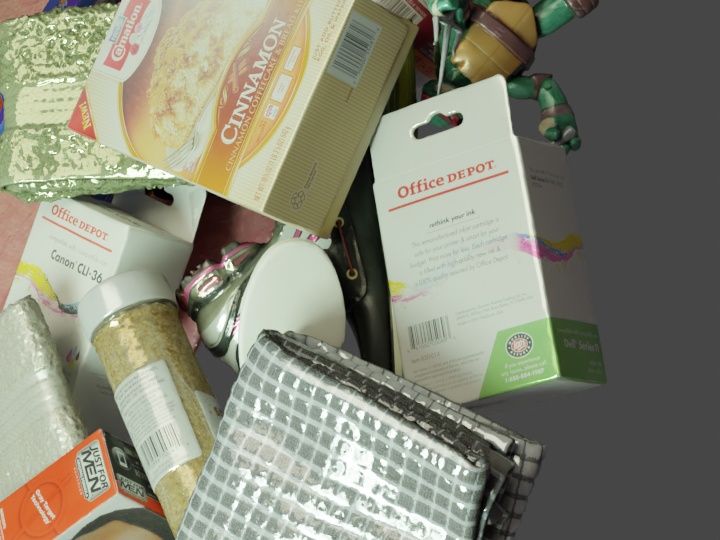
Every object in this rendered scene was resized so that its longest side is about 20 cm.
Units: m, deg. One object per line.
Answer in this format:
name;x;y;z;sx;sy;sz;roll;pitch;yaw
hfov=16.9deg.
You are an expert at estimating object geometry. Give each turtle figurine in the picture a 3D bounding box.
turtle figurine;0.095;-0.155;1.620;0.200;0.150;0.101;-54;29;1

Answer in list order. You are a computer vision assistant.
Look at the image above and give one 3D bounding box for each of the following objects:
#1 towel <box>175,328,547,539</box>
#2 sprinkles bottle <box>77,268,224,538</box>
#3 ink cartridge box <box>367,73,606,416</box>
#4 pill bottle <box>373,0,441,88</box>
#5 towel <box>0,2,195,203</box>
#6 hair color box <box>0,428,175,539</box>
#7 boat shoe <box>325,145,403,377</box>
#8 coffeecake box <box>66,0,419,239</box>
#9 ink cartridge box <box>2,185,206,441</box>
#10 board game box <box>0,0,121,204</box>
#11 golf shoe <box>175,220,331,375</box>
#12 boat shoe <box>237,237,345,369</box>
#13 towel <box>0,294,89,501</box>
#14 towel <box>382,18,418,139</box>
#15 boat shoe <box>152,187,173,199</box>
towel;-0.006;0.146;1.498;0.200;0.086;0.166;25;99;25
sprinkles bottle;-0.130;0.097;1.666;0.068;0.068;0.200;-35;64;20
ink cartridge box;0.079;-0.013;1.554;0.117;0.067;0.200;-17;75;33
pill bottle;0.075;-0.232;1.697;0.200;0.110;0.110;-44;45;11
towel;-0.171;-0.128;1.761;0.200;0.036;0.148;-4;80;13
hair color box;-0.217;0.202;1.698;0.200;0.102;0.061;-37;48;19
boat shoe;0.000;0.000;1.617;0.063;0.074;0.201;-8;83;3
coffeecake box;-0.081;-0.127;1.607;0.200;0.073;0.154;23;90;40
ink cartridge box;-0.197;0.013;1.787;0.116;0.067;0.200;24;95;46
board game box;-0.197;-0.143;1.857;0.200;0.134;0.045;-58;36;-3
golf shoe;-0.030;-0.007;1.695;0.200;0.073;0.092;-39;75;14
boat shoe;-0.045;0.072;1.599;0.072;0.200;0.069;-8;16;-8
towel;-0.264;0.113;1.765;0.200;0.034;0.133;-38;70;49
towel;-0.055;-0.131;1.683;0.200;0.018;0.086;2;95;22
boat shoe;-0.091;-0.116;1.797;0.199;0.075;0.066;-28;52;26
